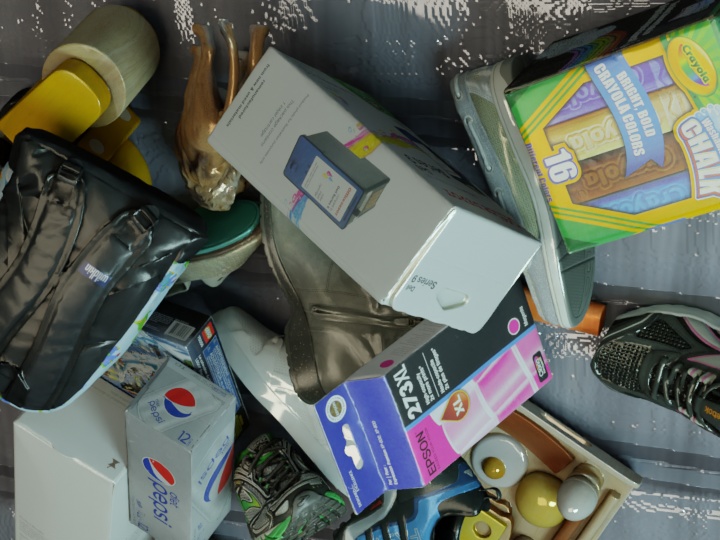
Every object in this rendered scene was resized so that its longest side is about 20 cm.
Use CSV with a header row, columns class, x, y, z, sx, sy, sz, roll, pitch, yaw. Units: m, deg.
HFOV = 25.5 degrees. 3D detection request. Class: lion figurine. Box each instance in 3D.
class,x,y,z,sx,sy,sz,roll,pitch,yaw
lion figurine,-0.108,-0.115,1.205,0.072,0.200,0.124,8,85,-1

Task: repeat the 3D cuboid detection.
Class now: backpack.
class,x,y,z,sx,sy,sz,roll,pitch,yaw
backpack,-0.229,0.011,1.209,0.162,0.154,0.202,27,95,-10

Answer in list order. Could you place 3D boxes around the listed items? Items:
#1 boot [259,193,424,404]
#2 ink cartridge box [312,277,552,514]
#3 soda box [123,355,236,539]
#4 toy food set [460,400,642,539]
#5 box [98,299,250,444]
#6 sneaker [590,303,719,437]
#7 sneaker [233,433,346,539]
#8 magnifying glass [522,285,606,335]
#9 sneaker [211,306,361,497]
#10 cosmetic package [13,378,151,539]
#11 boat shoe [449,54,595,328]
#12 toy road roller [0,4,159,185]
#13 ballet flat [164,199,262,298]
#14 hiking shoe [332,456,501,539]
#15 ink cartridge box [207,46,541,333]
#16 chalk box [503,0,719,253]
class,x,y,z,sx,sy,sz,roll,pitch,yaw
boot,0.000,0.000,1.243,0.129,0.068,0.203,-14,83,18
ink cartridge box,0.057,0.088,1.174,0.037,0.199,0.096,7,124,51
soda box,-0.147,0.159,1.308,0.068,0.064,0.201,29,147,14
toy food set,0.121,0.198,1.293,0.143,0.060,0.201,33,121,7
box,-0.195,0.068,1.340,0.198,0.040,0.138,19,143,29
sneaker,0.262,0.085,1.163,0.198,0.086,0.081,11,115,20
sneaker,-0.072,0.182,1.313,0.086,0.077,0.200,64,164,-3
magnifying glass,0.094,0.015,1.249,0.198,0.022,0.081,15,117,20
sneaker,-0.028,0.077,1.311,0.200,0.074,0.116,46,102,14
cosmetic package,-0.240,0.187,1.400,0.107,0.085,0.201,30,140,11
boat shoe,0.122,-0.055,1.176,0.064,0.074,0.204,-11,104,34
toy road roller,-0.217,-0.099,1.281,0.146,0.123,0.200,44,123,-13
ballet flat,-0.145,-0.012,1.329,0.198,0.068,0.063,-10,135,32
hiking shoe,0.031,0.222,1.286,0.087,0.074,0.201,45,126,23
ink cartridge box,0.011,-0.055,1.124,0.200,0.145,0.088,45,105,30
chalk box,0.221,-0.112,1.072,0.198,0.125,0.125,-16,105,30
